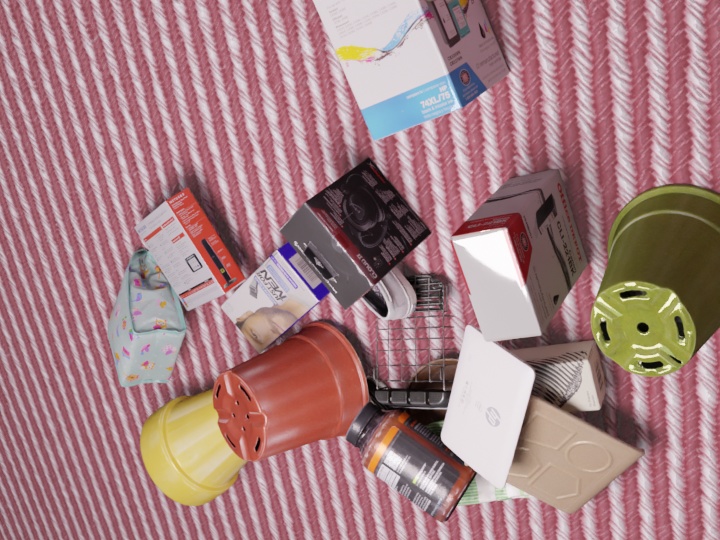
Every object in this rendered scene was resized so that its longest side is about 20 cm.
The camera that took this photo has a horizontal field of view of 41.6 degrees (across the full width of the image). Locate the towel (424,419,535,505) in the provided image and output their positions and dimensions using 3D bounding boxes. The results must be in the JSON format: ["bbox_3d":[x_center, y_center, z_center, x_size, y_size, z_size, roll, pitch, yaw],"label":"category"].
[{"bbox_3d":[0.187,0.295,1.466,0.198,0.023,0.154,-15,104,35],"label":"towel"}]

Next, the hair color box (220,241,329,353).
[{"bbox_3d":[-0.139,0.043,1.585,0.110,0.065,0.200,49,134,1],"label":"hair color box"}]

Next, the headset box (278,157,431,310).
[{"bbox_3d":[-0.009,-0.051,1.344,0.149,0.200,0.077,49,132,0],"label":"headset box"}]

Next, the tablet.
[{"bbox_3d":[0.173,0.189,1.311,0.130,0.014,0.203,36,128,40],"label":"tablet"}]

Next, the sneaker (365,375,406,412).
[{"bbox_3d":[0.062,0.254,1.555,0.199,0.073,0.071,38,137,12],"label":"sneaker"}]

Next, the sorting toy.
[{"bbox_3d":[0.273,0.261,1.350,0.198,0.037,0.186,24,134,-8],"label":"sorting toy"}]

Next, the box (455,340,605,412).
[{"bbox_3d":[0.242,0.158,1.349,0.197,0.068,0.083,-11,107,26],"label":"box"}]

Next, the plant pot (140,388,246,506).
[{"bbox_3d":[-0.275,0.306,1.760,0.188,0.201,0.202,-36,93,27],"label":"plant pot"}]

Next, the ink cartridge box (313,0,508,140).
[{"bbox_3d":[0.064,-0.297,1.186,0.145,0.147,0.202,-14,108,40],"label":"ink cartridge box"}]

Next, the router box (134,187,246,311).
[{"bbox_3d":[-0.296,-0.031,1.622,0.181,0.049,0.199,59,151,-7],"label":"router box"}]

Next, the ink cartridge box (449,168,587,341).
[{"bbox_3d":[0.207,-0.023,1.207,0.083,0.200,0.146,-10,110,34],"label":"ink cartridge box"}]

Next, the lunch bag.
[{"bbox_3d":[-0.401,0.086,1.754,0.171,0.120,0.202,-64,38,42],"label":"lunch bag"}]

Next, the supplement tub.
[{"bbox_3d":[0.075,0.285,1.449,0.199,0.107,0.108,34,131,13],"label":"supplement tub"}]

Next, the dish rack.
[{"bbox_3d":[0.085,0.110,1.444,0.152,0.054,0.203,-5,83,41],"label":"dish rack"}]

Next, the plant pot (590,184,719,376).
[{"bbox_3d":[0.363,0.028,1.131,0.198,0.190,0.203,17,125,26],"label":"plant pot"}]

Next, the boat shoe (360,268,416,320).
[{"bbox_3d":[0.000,0.000,1.432,0.201,0.068,0.072,53,130,21],"label":"boat shoe"}]

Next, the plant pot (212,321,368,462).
[{"bbox_3d":[-0.122,0.207,1.542,0.199,0.194,0.204,21,119,44],"label":"plant pot"}]

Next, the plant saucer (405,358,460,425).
[{"bbox_3d":[0.165,0.221,1.481,0.198,0.037,0.203,14,119,25],"label":"plant saucer"}]
